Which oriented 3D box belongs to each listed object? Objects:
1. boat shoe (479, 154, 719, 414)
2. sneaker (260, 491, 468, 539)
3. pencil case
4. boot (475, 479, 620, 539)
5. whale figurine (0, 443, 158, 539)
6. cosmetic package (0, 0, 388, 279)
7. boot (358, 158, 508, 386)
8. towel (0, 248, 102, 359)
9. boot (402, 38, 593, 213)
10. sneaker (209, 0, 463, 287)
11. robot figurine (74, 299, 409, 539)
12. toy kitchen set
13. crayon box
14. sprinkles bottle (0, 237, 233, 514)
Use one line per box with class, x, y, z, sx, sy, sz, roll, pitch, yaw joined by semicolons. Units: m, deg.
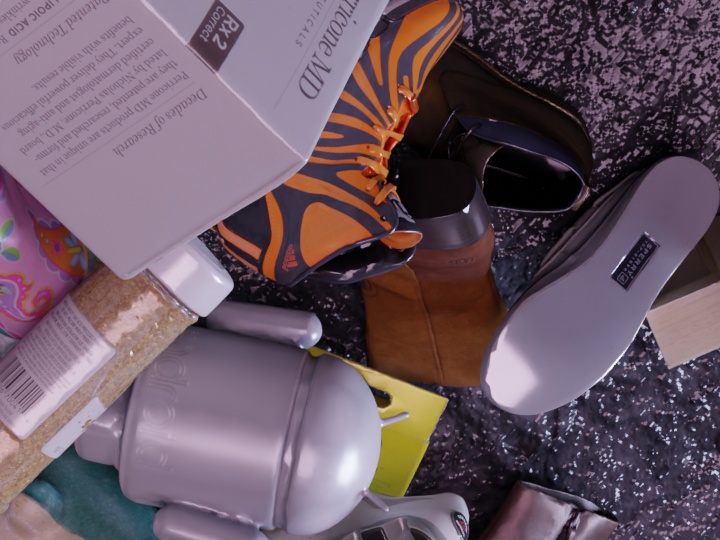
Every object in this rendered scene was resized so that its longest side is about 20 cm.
boat shoe;0.141;0.008;1.756;0.072;0.066;0.200;39;79;-13
sneaker;-0.018;0.183;1.788;0.200;0.089;0.074;-12;108;27
pencil case;-0.238;-0.038;1.641;0.087;0.088;0.200;-33;141;8
boot;0.063;0.206;1.836;0.200;0.072;0.167;17;104;-39
whale figurine;-0.157;0.167;1.766;0.159;0.200;0.104;48;66;-38
cosmetic package;-0.123;-0.139;1.553;0.200;0.165;0.165;43;132;-18
boot;0.000;0.000;1.751;0.188;0.069;0.200;-3;147;9
towel;-0.213;-0.002;1.765;0.200;0.048;0.172;1;112;-5
boot;0.055;-0.094;1.723;0.200;0.097;0.075;18;110;-11
sneaker;0.011;-0.067;1.634;0.112;0.078;0.200;41;85;24
robot figurine;-0.074;0.097;1.722;0.200;0.113;0.170;11;69;3
toy kitchen set;0.299;0.057;1.766;0.200;0.163;0.181;-23;111;5
crayon box;-0.039;0.138;1.831;0.127;0.051;0.200;22;108;-13
sprinkles bottle;-0.167;0.053;1.661;0.200;0.068;0.068;-44;108;4
